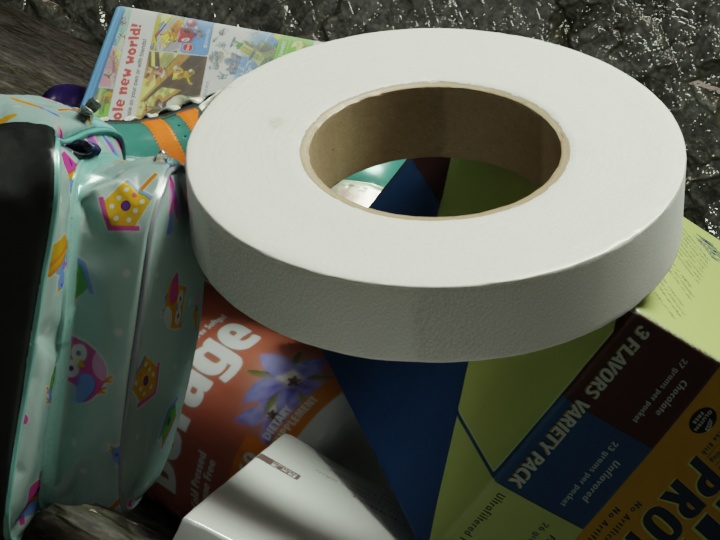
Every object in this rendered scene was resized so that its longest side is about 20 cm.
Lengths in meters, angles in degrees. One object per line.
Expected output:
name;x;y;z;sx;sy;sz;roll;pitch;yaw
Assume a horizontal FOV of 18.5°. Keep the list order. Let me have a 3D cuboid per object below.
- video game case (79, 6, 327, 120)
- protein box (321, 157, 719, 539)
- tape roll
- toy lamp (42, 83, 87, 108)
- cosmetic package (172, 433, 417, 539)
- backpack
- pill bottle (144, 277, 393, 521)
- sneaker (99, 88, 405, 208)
video game case;-0.046;-0.059;1.119;0.199;0.144;0.018;11;-33;6
protein box;0.110;0.055;0.984;0.200;0.135;0.199;29;18;-32
tape roll;0.029;-0.035;0.881;0.202;0.037;0.203;-2;34;1
toy lamp;-0.180;-0.012;1.112;0.058;0.058;0.200;25;50;6
cosmetic package;-0.018;0.137;0.883;0.112;0.081;0.200;27;7;4
backpack;-0.143;0.012;0.932;0.152;0.177;0.200;5;8;-6
pill bottle;-0.072;0.066;1.085;0.200;0.113;0.112;29;9;33
sneaker;-0.072;-0.051;1.062;0.199;0.080;0.071;7;-32;-2
